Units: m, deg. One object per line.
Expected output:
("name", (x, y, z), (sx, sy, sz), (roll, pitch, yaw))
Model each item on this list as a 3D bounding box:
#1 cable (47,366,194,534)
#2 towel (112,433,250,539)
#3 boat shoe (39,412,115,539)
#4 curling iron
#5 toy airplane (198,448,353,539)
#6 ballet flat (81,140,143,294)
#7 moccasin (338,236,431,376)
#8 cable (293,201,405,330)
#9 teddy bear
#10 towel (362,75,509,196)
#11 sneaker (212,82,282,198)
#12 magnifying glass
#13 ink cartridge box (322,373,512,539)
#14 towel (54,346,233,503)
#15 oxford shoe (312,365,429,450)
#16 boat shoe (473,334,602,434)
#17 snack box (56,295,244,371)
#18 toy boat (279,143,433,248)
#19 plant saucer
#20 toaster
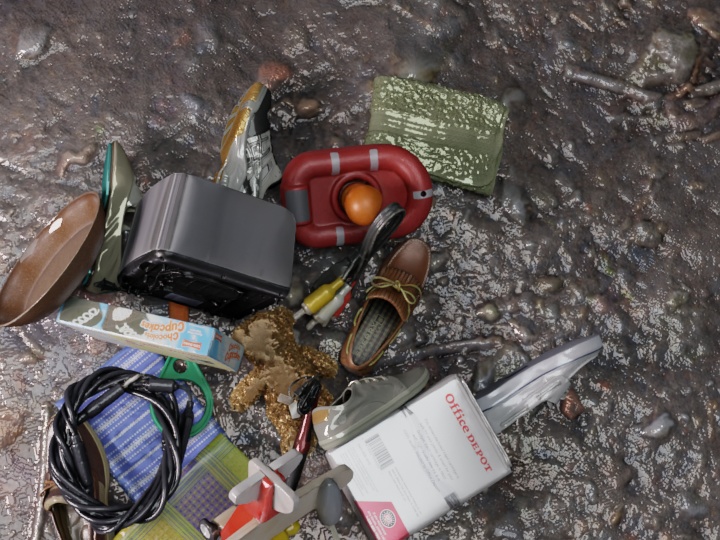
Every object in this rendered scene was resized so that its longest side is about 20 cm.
("cable", (-0.290, 0.212, 1.218), (0.163, 0.051, 0.201), (18, 65, -11))
("towel", (-0.199, 0.319, 1.270), (0.200, 0.023, 0.144), (-46, 102, -14))
("boat shoe", (-0.348, 0.270, 1.234), (0.072, 0.072, 0.201), (-12, 84, 11))
("curling iron", (-0.084, 0.224, 1.276), (0.049, 0.026, 0.201), (4, 102, -46))
("toy airplane", (-0.102, 0.300, 1.169), (0.200, 0.199, 0.141), (-40, 74, 6))
("ballet flat", (-0.312, -0.066, 1.320), (0.069, 0.069, 0.201), (10, 83, -8))
("moccasin", (0.035, 0.044, 1.347), (0.074, 0.078, 0.202), (36, 76, -1))
("cable", (0.000, 0.000, 1.305), (0.200, 0.097, 0.050), (-43, 65, 17))
("teddy bear", (-0.095, 0.147, 1.320), (0.200, 0.067, 0.145), (45, 85, -6))
("towel", (0.105, -0.192, 1.426), (0.199, 0.036, 0.149), (12, 77, -7))
("sneaker", (-0.142, -0.149, 1.367), (0.087, 0.076, 0.201), (18, 80, -22))
("magnifying glass", (-0.232, 0.116, 1.308), (0.079, 0.022, 0.201), (0, 75, -15))
("ink cartridge box", (0.072, 0.244, 1.312), (0.199, 0.085, 0.146), (-29, 85, -12))
("towel", (-0.271, 0.200, 1.294), (0.145, 0.024, 0.200), (-39, 88, -15))
("oxford shoe", (0.015, 0.159, 1.294), (0.200, 0.075, 0.058), (-27, 86, -41))
("boat shoe", (0.245, 0.154, 1.372), (0.199, 0.074, 0.066), (-29, 90, -3))
("snack box", (-0.253, 0.077, 1.241), (0.199, 0.116, 0.037), (12, 78, 14))
("toy boat", (-0.001, -0.092, 1.327), (0.199, 0.131, 0.131), (-8, 106, -10))
("plant saucer", (-0.371, -0.007, 1.244), (0.037, 0.200, 0.201), (41, 74, -28))
("toaster", (-0.197, -0.022, 1.249), (0.199, 0.181, 0.119), (18, 69, -24))
